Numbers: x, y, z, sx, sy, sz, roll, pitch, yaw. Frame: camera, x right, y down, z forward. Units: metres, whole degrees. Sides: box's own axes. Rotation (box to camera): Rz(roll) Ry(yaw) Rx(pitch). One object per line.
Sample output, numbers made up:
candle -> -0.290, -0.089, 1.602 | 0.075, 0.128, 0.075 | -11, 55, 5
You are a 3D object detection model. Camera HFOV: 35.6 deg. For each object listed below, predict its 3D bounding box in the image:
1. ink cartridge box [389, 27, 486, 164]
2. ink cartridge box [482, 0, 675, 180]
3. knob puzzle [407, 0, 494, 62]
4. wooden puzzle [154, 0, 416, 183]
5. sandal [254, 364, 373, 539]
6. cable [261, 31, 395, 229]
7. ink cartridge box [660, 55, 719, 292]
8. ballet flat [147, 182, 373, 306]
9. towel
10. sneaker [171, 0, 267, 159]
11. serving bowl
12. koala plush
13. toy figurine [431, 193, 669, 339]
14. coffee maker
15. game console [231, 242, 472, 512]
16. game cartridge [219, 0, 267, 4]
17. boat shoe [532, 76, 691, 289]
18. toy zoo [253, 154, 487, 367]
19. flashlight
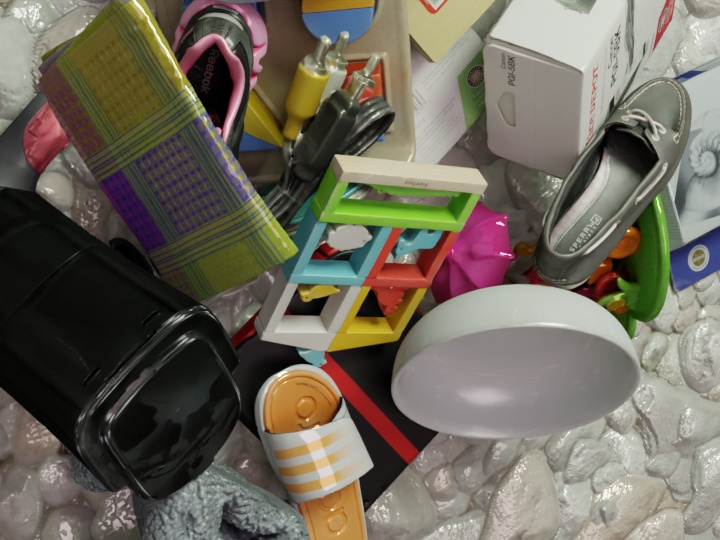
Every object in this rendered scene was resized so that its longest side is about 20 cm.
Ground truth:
ink cartridge box -> 0.013, -0.186, 0.900 | 0.117, 0.067, 0.200 | -47, 112, -12
ink cartridge box -> 0.182, -0.194, 0.902 | 0.201, 0.082, 0.147 | -57, 157, -22
knob puzzle -> 0.057, -0.291, 0.853 | 0.218, 0.030, 0.222 | -2, 95, -21
wooden puzzle -> -0.055, -0.158, 0.825 | 0.183, 0.046, 0.202 | -3, 117, 4
sandal -> -0.022, 0.173, 0.915 | 0.079, 0.059, 0.208 | -26, 113, -25
cable -> -0.046, -0.076, 0.809 | 0.097, 0.050, 0.201 | 5, 127, -55
ink cartridge box -> 0.363, -0.105, 1.080 | 0.198, 0.041, 0.202 | -26, 107, -18
ballet flat -> -0.075, -0.026, 0.898 | 0.199, 0.067, 0.064 | -26, 135, -17
towel -> -0.133, -0.077, 0.744 | 0.023, 0.143, 0.201 | -40, 103, -40
sneaker -> -0.113, -0.086, 0.780 | 0.078, 0.096, 0.202 | 7, 114, -9
serving bowl -> 0.122, 0.067, 0.908 | 0.199, 0.200, 0.066 | 16, 55, -24
koala plush -> -0.150, 0.239, 0.843 | 0.183, 0.177, 0.201 | 37, 79, -36
toy figurine -> 0.147, -0.001, 0.969 | 0.182, 0.151, 0.201 | -9, 140, -5
coffee maker -> -0.193, 0.040, 0.719 | 0.135, 0.199, 0.192 | -60, 147, -1
game console -> -0.012, 0.093, 0.957 | 0.177, 0.031, 0.200 | -45, 112, -7
game cartridge -> -0.027, -0.262, 0.766 | 0.198, 0.041, 0.134 | -23, 73, -8
boat shoe -> 0.200, -0.075, 0.869 | 0.067, 0.057, 0.201 | 31, 78, 18
toy zoo -> 0.000, 0.000, 0.866 | 0.130, 0.021, 0.201 | 2, 132, -32
flashlight -> -0.222, -0.096, 0.812 | 0.068, 0.068, 0.200 | 44, 81, -21
